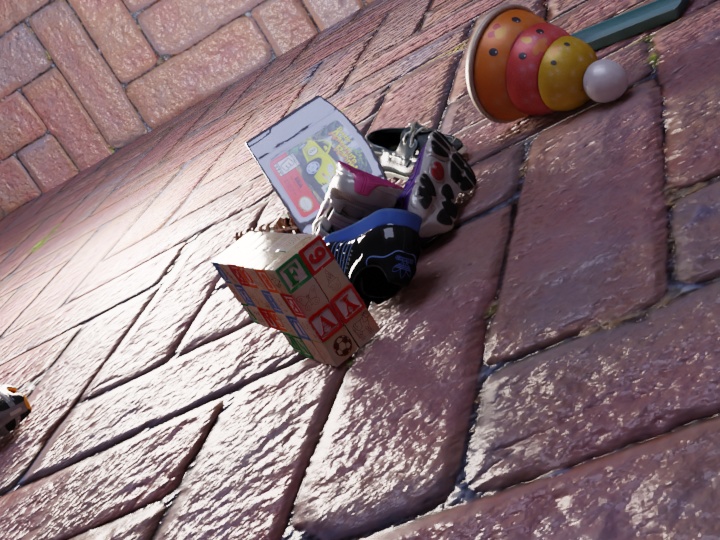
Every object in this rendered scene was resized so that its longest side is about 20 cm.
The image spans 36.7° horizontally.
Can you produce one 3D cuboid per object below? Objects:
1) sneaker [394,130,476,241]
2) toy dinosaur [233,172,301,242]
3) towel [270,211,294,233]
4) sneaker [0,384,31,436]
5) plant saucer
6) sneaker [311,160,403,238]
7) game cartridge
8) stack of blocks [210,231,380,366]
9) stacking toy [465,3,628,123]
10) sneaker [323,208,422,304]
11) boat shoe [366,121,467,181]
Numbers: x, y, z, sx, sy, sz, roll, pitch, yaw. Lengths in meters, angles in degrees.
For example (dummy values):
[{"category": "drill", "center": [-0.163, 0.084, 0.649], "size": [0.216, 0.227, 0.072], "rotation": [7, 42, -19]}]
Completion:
[{"category": "sneaker", "center": [0.071, -0.092, 1.241], "size": [0.083, 0.081, 0.200], "rotation": [-34, 13, 33]}, {"category": "toy dinosaur", "center": [-0.067, -0.087, 1.402], "size": [0.198, 0.103, 0.136], "rotation": [-9, 50, -14]}, {"category": "towel", "center": [-0.094, -0.062, 1.515], "size": [0.152, 0.023, 0.200], "rotation": [-13, 27, 47]}, {"category": "sneaker", "center": [-0.506, 0.190, 1.502], "size": [0.077, 0.079, 0.200], "rotation": [-25, 18, -22]}, {"category": "plant saucer", "center": [0.348, -0.325, 1.455], "size": [0.199, 0.019, 0.070], "rotation": [-16, 25, 44]}, {"category": "sneaker", "center": [-0.008, -0.058, 1.206], "size": [0.200, 0.081, 0.089], "rotation": [114, 178, -79]}, {"category": "game cartridge", "center": [-0.045, -0.122, 1.359], "size": [0.132, 0.201, 0.041], "rotation": [-32, -25, -5]}, {"category": "stack of blocks", "center": [-0.071, 0.024, 1.114], "size": [0.058, 0.116, 0.200], "rotation": [-39, 18, -18]}, {"category": "stacking toy", "center": [0.237, -0.239, 1.296], "size": [0.146, 0.147, 0.199], "rotation": [-41, 37, -25]}, {"category": "sneaker", "center": [0.000, 0.000, 1.134], "size": [0.200, 0.070, 0.079], "rotation": [147, 135, -62]}, {"category": "boat shoe", "center": [0.067, -0.162, 1.438], "size": [0.073, 0.062, 0.200], "rotation": [-39, 19, -19]}]
